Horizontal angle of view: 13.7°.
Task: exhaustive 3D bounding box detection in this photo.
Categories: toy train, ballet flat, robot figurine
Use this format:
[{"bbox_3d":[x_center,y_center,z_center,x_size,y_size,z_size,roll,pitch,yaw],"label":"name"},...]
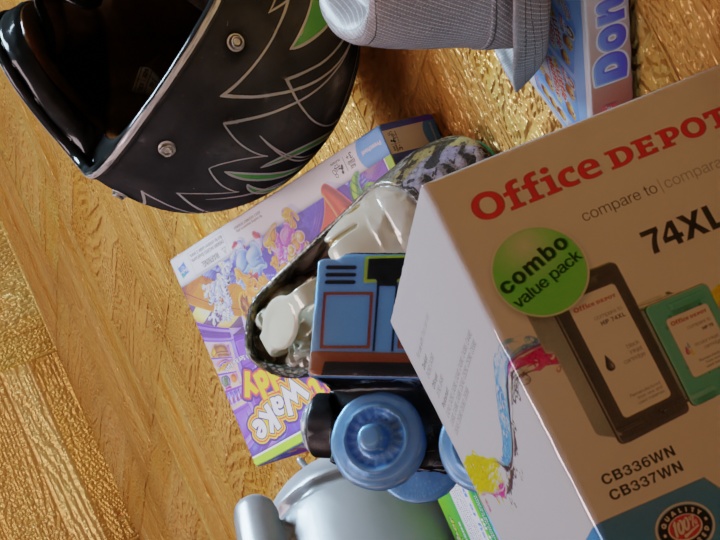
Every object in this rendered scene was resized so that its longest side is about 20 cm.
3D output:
[{"bbox_3d":[0.069,0.049,1.368,0.087,0.200,0.114,26,-114,-68],"label":"toy train"},{"bbox_3d":[0.000,0.000,1.605,0.200,0.072,0.072,-44,64,41],"label":"ballet flat"},{"bbox_3d":[0.005,0.176,1.634,0.170,0.113,0.200,29,-151,-25],"label":"robot figurine"}]

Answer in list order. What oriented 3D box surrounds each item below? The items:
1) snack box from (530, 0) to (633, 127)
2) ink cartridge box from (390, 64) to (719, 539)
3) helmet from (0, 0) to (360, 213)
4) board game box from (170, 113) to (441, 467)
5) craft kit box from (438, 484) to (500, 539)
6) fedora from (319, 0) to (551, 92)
[{"bbox_3d":[0.092,-0.138,1.304,0.200,0.024,0.072,82,162,-45],"label":"snack box"},{"bbox_3d":[0.123,0.050,1.214,0.146,0.147,0.200,99,146,-67],"label":"ink cartridge box"},{"bbox_3d":[-0.094,-0.128,1.695,0.191,0.200,0.200,49,162,14],"label":"helmet"},{"bbox_3d":[-0.010,0.014,1.698,0.200,0.045,0.135,-31,79,44],"label":"board game box"},{"bbox_3d":[0.085,0.130,1.520,0.200,0.048,0.198,66,166,-2],"label":"craft kit box"},{"bbox_3d":[0.020,-0.162,1.325,0.200,0.090,0.177,-110,9,-57],"label":"fedora"}]
